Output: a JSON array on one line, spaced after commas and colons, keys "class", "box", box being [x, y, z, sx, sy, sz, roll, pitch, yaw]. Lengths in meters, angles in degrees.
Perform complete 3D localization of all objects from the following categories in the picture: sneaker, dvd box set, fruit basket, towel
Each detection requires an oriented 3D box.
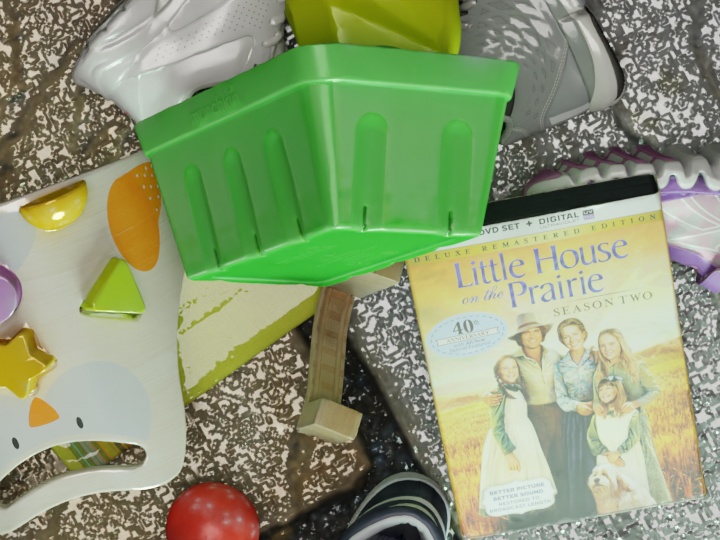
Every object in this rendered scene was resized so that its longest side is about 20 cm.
[{"class": "sneaker", "box": [0.058, -0.160, 1.493, 0.115, 0.075, 0.200, -28, 95, 4]}, {"class": "dvd box set", "box": [0.110, 0.051, 1.491, 0.146, 0.029, 0.200, -10, 117, 3]}, {"class": "fruit basket", "box": [-0.013, -0.102, 1.414, 0.155, 0.216, 0.216, 3, 95, -32]}, {"class": "sneaker", "box": [-0.066, -0.155, 1.499, 0.099, 0.078, 0.200, 42, 102, -10]}, {"class": "sneaker", "box": [0.192, -0.027, 1.504, 0.200, 0.080, 0.089, -2, 102, -1]}, {"class": "sneaker", "box": [-0.009, 0.211, 1.503, 0.070, 0.109, 0.200, 26, 94, -2]}, {"class": "towel", "box": [-0.108, 0.032, 1.537, 0.200, 0.018, 0.086, -35, 99, 2]}]

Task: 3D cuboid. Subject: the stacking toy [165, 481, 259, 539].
[{"class": "stacking toy", "box": [-0.118, 0.214, 1.525, 0.085, 0.085, 0.200, 25, 87, -2]}]

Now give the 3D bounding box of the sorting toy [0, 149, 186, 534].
[{"class": "sorting toy", "box": [-0.183, 0.049, 1.486, 0.200, 0.107, 0.180, -18, 96, 6]}]

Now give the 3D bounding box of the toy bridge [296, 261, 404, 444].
[{"class": "toy bridge", "box": [0.000, 0.000, 1.498, 0.027, 0.067, 0.200, 19, 74, -17]}]
